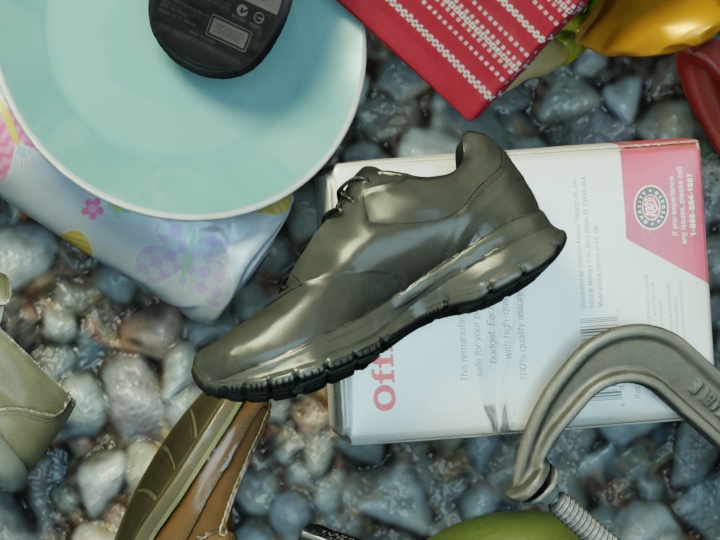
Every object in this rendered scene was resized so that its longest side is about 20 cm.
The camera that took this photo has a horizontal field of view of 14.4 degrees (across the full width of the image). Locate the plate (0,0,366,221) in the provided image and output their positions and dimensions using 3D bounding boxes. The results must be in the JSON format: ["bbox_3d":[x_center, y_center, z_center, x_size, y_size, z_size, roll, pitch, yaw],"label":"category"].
[{"bbox_3d":[-0.094,-0.119,1.444,0.199,0.026,0.202,5,74,-17],"label":"plate"}]

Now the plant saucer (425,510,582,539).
[{"bbox_3d":[0.089,0.231,1.533,0.198,0.031,0.202,0,91,-8],"label":"plant saucer"}]

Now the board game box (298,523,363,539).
[{"bbox_3d":[0.046,0.226,1.485,0.199,0.028,0.136,17,99,11],"label":"board game box"}]

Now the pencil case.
[{"bbox_3d":[-0.132,-0.055,1.472,0.199,0.083,0.091,31,92,-7],"label":"pencil case"}]

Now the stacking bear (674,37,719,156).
[{"bbox_3d":[0.284,-0.124,1.521,0.200,0.121,0.114,-41,137,-16],"label":"stacking bear"}]

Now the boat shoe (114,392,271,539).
[{"bbox_3d":[-0.093,0.148,1.492,0.068,0.072,0.201,30,96,-11],"label":"boat shoe"}]

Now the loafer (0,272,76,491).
[{"bbox_3d":[-0.218,0.017,1.474,0.070,0.075,0.201,-37,100,-18],"label":"loafer"}]

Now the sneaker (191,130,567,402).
[{"bbox_3d":[0.000,0.000,1.421,0.199,0.076,0.091,-27,84,-13],"label":"sneaker"}]

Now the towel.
[{"bbox_3d":[0.062,-0.183,1.410,0.145,0.023,0.200,42,122,-3],"label":"towel"}]

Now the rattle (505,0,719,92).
[{"bbox_3d":[0.083,-0.197,1.460,0.129,0.143,0.201,-22,101,-19],"label":"rattle"}]

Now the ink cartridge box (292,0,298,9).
[{"bbox_3d":[-0.039,-0.233,1.505,0.199,0.043,0.200,-16,92,-9],"label":"ink cartridge box"}]

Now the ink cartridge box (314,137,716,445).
[{"bbox_3d":[0.079,0.010,1.503,0.198,0.083,0.148,-4,91,-8],"label":"ink cartridge box"}]

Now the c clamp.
[{"bbox_3d":[0.151,0.131,1.478,0.171,0.027,0.200,-42,109,5],"label":"c clamp"}]

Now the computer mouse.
[{"bbox_3d":[-0.018,-0.181,1.400,0.140,0.046,0.201,20,108,9],"label":"computer mouse"}]
